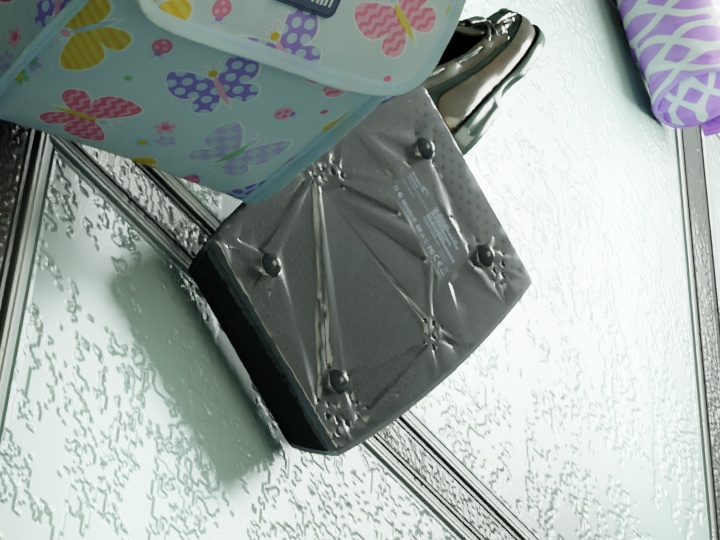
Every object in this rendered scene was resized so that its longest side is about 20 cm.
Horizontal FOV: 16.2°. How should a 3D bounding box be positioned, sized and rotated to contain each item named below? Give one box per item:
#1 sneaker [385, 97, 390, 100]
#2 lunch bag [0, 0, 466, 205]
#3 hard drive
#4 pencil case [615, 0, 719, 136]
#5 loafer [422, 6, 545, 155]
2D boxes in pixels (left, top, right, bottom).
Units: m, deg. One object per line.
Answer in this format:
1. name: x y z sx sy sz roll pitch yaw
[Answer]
1. sneaker: -0.008 -0.152 1.389 0.082 0.074 0.201 54 23 -49
2. lunch bag: -0.057 -0.133 1.108 0.169 0.200 0.128 19 47 -38
3. hard drive: 0.000 0.000 1.265 0.200 0.042 0.135 -39 102 -49
4. pencil case: 0.236 -0.206 1.920 0.086 0.084 0.201 66 12 -61
5. loafer: 0.059 -0.123 1.515 0.063 0.072 0.200 51 29 -12
